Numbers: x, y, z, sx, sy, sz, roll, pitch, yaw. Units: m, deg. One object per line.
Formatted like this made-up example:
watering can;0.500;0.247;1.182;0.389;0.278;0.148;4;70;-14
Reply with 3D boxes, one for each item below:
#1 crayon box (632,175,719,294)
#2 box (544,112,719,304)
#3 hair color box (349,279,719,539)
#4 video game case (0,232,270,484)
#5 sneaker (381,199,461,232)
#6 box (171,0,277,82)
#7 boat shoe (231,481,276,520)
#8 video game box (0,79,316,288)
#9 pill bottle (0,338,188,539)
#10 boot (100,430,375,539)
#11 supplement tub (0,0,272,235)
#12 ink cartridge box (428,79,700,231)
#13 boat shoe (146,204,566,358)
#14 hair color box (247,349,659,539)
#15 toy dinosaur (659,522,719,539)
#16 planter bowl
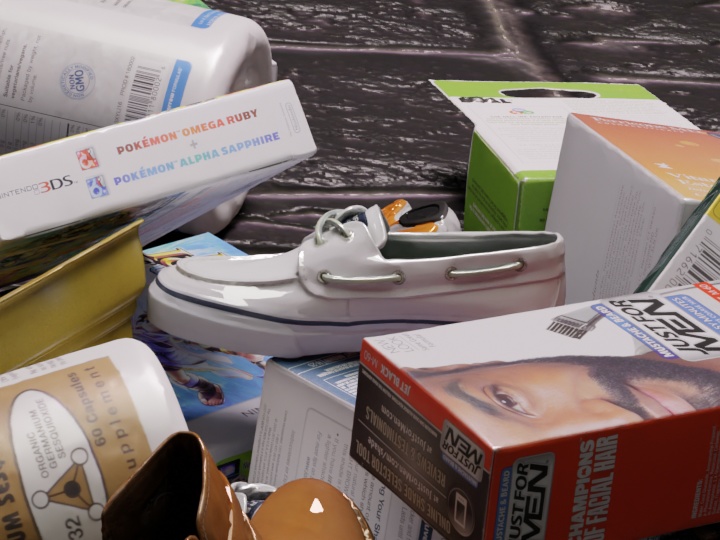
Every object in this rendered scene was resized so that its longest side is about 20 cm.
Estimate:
crayon box;0.233;0.044;1.457;0.200;0.127;0.051;39;-15;0
box;0.198;-0.004;1.607;0.151;0.107;0.200;6;14;-16
hair color box;0.109;0.063;1.301;0.199;0.064;0.111;-10;29;-30
video game case;-0.084;0.051;1.543;0.181;0.046;0.200;-15;33;-42
sneaker;0.022;0.018;1.620;0.075;0.092;0.200;-30;8;-7
box;-0.172;-0.137;1.939;0.199;0.037;0.144;-7;28;-29
boat shoe;-0.043;0.132;1.347;0.072;0.069;0.200;-14;32;-38
video game box;-0.147;-0.031;1.489;0.181;0.047;0.200;-20;-2;-33
pill bottle;-0.172;0.109;1.282;0.199;0.115;0.114;-17;31;-15
boot;-0.056;0.119;1.210;0.076;0.156;0.201;0;42;25
supplement tub;-0.162;-0.102;1.751;0.199;0.133;0.132;13;25;13
ink cartridge box;0.132;-0.053;1.793;0.147;0.076;0.200;-1;20;-15
boat shoe;0.000;0.000;1.411;0.199;0.067;0.074;3;19;-8
hair color box;0.038;0.116;1.366;0.199;0.101;0.060;27;28;37
toy dinosaur;0.165;0.122;1.402;0.199;0.103;0.136;9;17;8
planter bowl;-0.169;0.059;1.407;0.200;0.084;0.200;-30;3;2
